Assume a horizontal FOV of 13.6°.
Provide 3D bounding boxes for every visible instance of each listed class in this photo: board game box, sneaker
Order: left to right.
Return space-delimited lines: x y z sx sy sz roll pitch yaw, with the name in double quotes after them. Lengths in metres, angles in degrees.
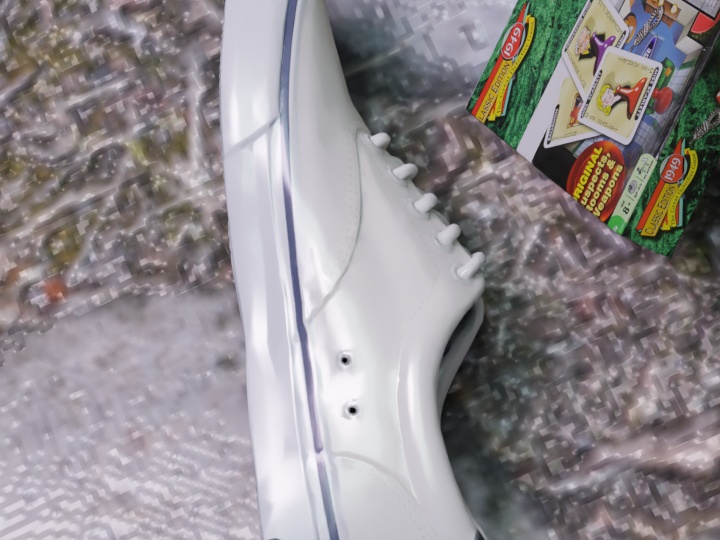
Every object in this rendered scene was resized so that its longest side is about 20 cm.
0.000 0.000 0.855 0.070 0.073 0.201 -7 78 0 "sneaker"
0.098 -0.113 0.823 0.201 0.023 0.105 -65 27 10 "board game box"

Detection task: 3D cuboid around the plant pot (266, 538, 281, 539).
-0.063 0.201 0.734 0.199 0.196 0.198 -16 68 15 "plant pot"
